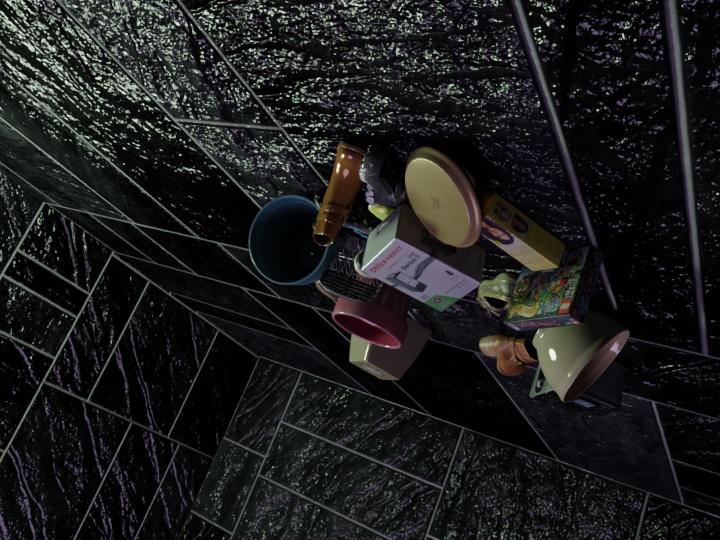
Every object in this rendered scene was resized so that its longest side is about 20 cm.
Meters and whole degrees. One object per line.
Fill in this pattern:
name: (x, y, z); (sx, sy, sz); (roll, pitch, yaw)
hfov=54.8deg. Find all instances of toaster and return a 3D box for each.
toaster: (0.553, 0.288, 1.745); (0.195, 0.121, 0.181); (21, 159, -7)

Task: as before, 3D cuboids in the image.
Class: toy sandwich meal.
toy sandwich meal: (0.152, -0.128, 1.187); (0.205, 0.069, 0.208); (45, 154, 29)

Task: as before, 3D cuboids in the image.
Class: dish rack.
dish rack: (0.000, 0.000, 1.606); (0.150, 0.202, 0.055); (18, 139, 18)

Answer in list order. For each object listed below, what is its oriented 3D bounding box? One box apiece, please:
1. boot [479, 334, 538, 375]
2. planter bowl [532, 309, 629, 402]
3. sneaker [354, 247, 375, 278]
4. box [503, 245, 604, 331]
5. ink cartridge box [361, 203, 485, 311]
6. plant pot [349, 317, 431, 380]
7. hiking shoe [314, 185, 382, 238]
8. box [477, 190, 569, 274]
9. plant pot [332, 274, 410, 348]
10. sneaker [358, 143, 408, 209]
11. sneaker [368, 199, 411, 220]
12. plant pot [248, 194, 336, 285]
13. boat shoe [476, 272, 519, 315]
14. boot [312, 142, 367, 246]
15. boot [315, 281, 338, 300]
boot: (0.433, 0.235, 1.883); (0.198, 0.076, 0.153); (31, 156, -35)
planter bowl: (0.453, 0.158, 1.479); (0.135, 0.199, 0.201); (45, 174, 28)
sneaker: (0.081, -0.042, 1.474); (0.195, 0.078, 0.088); (-13, 163, -18)
box: (0.359, 0.038, 1.307); (0.037, 0.139, 0.199); (28, 162, -17)
ink cartridge box: (0.119, -0.020, 1.334); (0.196, 0.086, 0.146); (26, 145, -17)
plant pot: (0.074, 0.234, 2.182); (0.197, 0.181, 0.199); (30, 161, -17)
hiking shoe: (-0.014, -0.111, 1.495); (0.196, 0.076, 0.087); (27, 162, -6)
box: (0.283, -0.066, 1.263); (0.197, 0.051, 0.075); (31, 162, -19)
plant pot: (0.048, 0.074, 1.760); (0.195, 0.183, 0.201); (22, 162, 8)
sneaker: (0.050, -0.165, 1.266); (0.089, 0.068, 0.201); (25, 167, 12)
sneaker: (0.103, -0.086, 1.402); (0.196, 0.078, 0.076); (25, 163, -2)
plant pot: (-0.139, -0.057, 1.654); (0.195, 0.205, 0.188); (19, 177, 17)
boat shoe: (0.305, 0.060, 1.565); (0.072, 0.064, 0.200); (23, 163, 1)
boot: (-0.045, -0.141, 1.316); (0.075, 0.158, 0.200); (25, 162, -5)
boot: (-0.018, 0.042, 1.962); (0.195, 0.080, 0.138); (18, 158, -16)
